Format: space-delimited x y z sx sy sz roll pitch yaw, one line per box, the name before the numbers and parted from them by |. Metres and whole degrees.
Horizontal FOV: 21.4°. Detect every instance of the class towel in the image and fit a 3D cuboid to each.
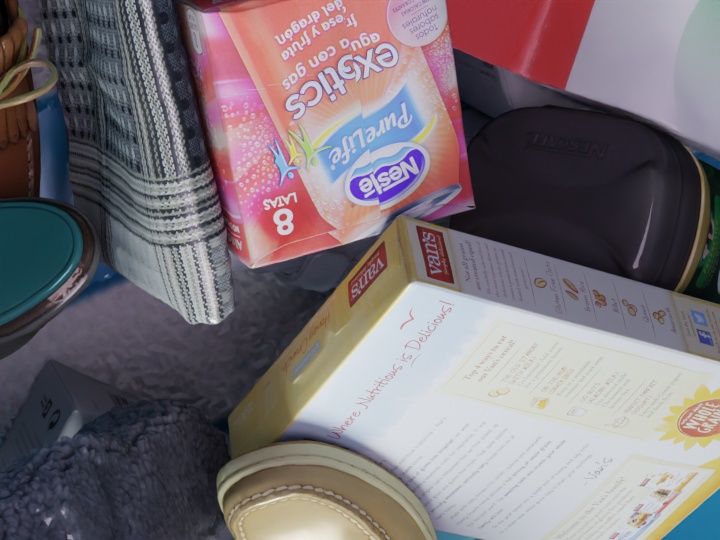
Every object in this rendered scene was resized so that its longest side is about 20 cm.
towel | -0.104 -0.088 0.749 0.034 0.200 0.193 -15 106 -15

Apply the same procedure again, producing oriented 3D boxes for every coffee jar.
coffee jar | 0.122 -0.013 0.845 0.200 0.104 0.085 17 85 -59

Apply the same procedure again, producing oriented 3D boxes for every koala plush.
koala plush | -0.158 0.157 0.751 0.200 0.184 0.178 -19 80 24

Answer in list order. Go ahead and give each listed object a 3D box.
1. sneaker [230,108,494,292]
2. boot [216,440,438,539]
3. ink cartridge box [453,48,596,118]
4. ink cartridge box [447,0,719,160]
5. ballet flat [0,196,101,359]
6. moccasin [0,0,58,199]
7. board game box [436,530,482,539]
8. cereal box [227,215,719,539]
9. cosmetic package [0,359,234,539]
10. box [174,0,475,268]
sneaker | 0.000 0.000 0.874 0.200 0.075 0.115 -15 107 -16
boot | 0.001 0.175 0.745 0.073 0.156 0.200 -14 134 15
ink cartridge box | 0.094 -0.182 0.847 0.145 0.084 0.200 -22 111 -12
ink cartridge box | 0.128 -0.142 0.787 0.200 0.050 0.161 18 91 -33
ballet flat | -0.193 0.024 0.806 0.200 0.067 0.064 -21 154 10
moccasin | -0.167 -0.095 0.789 0.074 0.078 0.202 -4 110 -16
board game box | 0.013 0.167 0.881 0.200 0.047 0.151 -38 126 -8
cereal box | 0.065 0.055 0.768 0.200 0.040 0.144 16 135 -27
cosmetic package | -0.140 0.155 0.875 0.101 0.071 0.200 27 96 -24
box | -0.038 -0.081 0.770 0.095 0.200 0.103 -16 111 -15
